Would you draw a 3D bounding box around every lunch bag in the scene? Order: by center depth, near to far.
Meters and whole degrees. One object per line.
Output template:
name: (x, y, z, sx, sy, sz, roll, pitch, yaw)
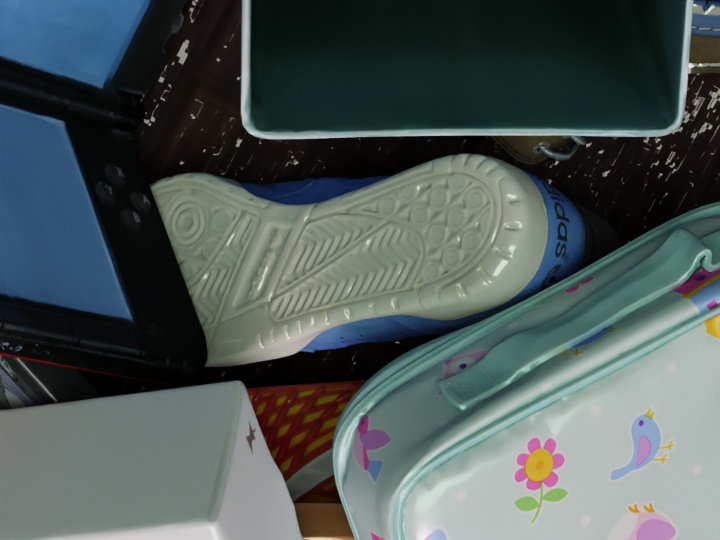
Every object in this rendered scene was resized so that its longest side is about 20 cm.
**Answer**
lunch bag: (0.097, 0.072, 1.016, 0.199, 0.077, 0.161, -27, 117, -11)

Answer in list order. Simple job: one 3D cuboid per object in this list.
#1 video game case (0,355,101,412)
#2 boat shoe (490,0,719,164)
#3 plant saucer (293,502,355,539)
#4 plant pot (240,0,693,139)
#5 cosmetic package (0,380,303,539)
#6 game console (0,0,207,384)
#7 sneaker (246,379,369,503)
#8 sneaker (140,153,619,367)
video game case: (-0.215, 0.035, 1.048, 0.181, 0.026, 0.200, 48, 123, -2)
boat shoe: (0.062, -0.081, 1.073, 0.199, 0.072, 0.073, 4, 111, 5)
plant saucer: (-0.026, 0.159, 1.102, 0.199, 0.032, 0.201, -4, 139, -4)
plant pot: (0.027, -0.154, 0.967, 0.140, 0.200, 0.142, -1, 121, -4)
cosmetic package: (-0.124, 0.108, 0.992, 0.199, 0.071, 0.102, -8, 127, 15)
game console: (-0.107, -0.071, 0.980, 0.118, 0.173, 0.199, -36, 152, 27)
sneaker: (0.019, 0.074, 1.121, 0.199, 0.077, 0.073, 4, 71, -18)
sneaker: (0.000, 0.001, 1.086, 0.199, 0.111, 0.077, -10, 75, 31)
